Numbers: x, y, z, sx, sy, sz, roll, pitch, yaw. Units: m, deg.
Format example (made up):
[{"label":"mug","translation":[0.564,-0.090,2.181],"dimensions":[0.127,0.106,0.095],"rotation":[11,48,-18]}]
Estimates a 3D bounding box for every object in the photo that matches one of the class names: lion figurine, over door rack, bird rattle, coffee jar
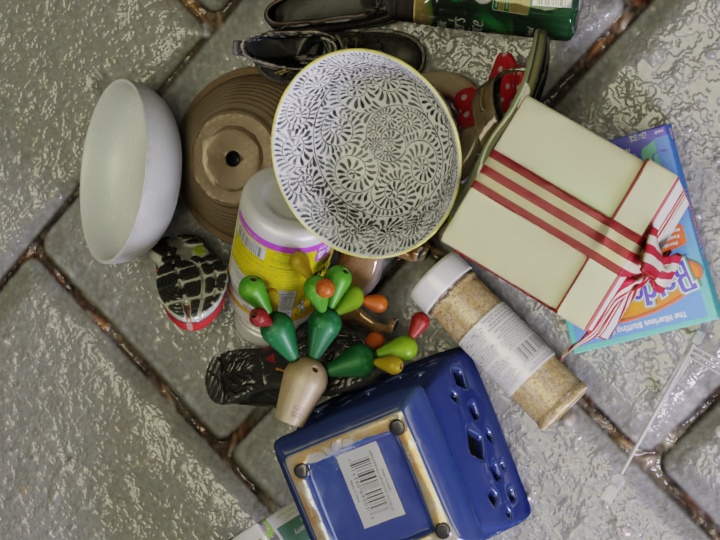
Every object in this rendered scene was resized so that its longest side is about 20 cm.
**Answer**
[{"label":"lion figurine","translation":[0.000,0.000,1.630],"dimensions":[0.122,0.072,0.201],"rotation":[22,102,15]},{"label":"over door rack","translation":[0.345,0.178,1.523],"dimensions":[0.147,0.067,0.200],"rotation":[29,82,14]},{"label":"bird rattle","translation":[0.088,-0.143,1.581],"dimensions":[0.163,0.113,0.200],"rotation":[32,101,30]},{"label":"coffee jar","translation":[0.119,-0.280,1.532],"dimensions":[0.199,0.104,0.086],"rotation":[8,98,5]}]

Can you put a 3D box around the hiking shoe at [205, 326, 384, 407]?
[{"label":"hiking shoe","translation":[-0.061,0.105,1.650],"dimensions":[0.199,0.101,0.076],"rotation":[-7,78,17]}]

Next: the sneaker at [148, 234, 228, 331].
[{"label":"sneaker","translation":[-0.178,0.026,1.647],"dimensions":[0.077,0.200,0.085],"rotation":[-11,113,-8]}]

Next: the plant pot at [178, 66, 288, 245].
[{"label":"plant pot","translation":[-0.120,-0.119,1.653],"dimensions":[0.200,0.093,0.202],"rotation":[2,96,19]}]

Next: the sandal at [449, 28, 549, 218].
[{"label":"sandal","translation":[0.127,-0.145,1.483],"dimensions":[0.057,0.080,0.201],"rotation":[29,94,9]}]

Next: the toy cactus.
[{"label":"toy cactus","translation":[-0.036,0.077,1.534],"dimensions":[0.102,0.200,0.166],"rotation":[22,91,61]}]

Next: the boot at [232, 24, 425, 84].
[{"label":"boot","translation":[-0.027,-0.214,1.554],"dimensions":[0.199,0.174,0.070],"rotation":[-2,94,-3]}]

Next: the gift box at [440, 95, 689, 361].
[{"label":"gift box","translation":[0.201,-0.028,1.459],"dimensions":[0.186,0.184,0.200],"rotation":[31,98,17]}]

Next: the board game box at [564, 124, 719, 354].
[{"label":"board game box","translation":[0.264,-0.031,1.554],"dimensions":[0.152,0.045,0.201],"rotation":[-16,90,19]}]

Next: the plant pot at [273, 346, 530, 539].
[{"label":"plant pot","translation":[0.036,0.212,1.580],"dimensions":[0.200,0.180,0.201],"rotation":[-23,87,20]}]

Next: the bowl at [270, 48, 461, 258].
[{"label":"bowl","translation":[0.022,-0.120,1.493],"dimensions":[0.200,0.094,0.201],"rotation":[8,108,25]}]

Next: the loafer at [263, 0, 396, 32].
[{"label":"loafer","translation":[-0.007,-0.288,1.616],"dimensions":[0.199,0.063,0.072],"rotation":[-16,90,19]}]

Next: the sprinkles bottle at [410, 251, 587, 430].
[{"label":"sprinkles bottle","translation":[0.142,0.073,1.591],"dimensions":[0.200,0.068,0.068],"rotation":[46,106,10]}]

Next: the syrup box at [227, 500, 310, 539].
[{"label":"syrup box","translation":[-0.119,0.323,1.658],"dimensions":[0.200,0.079,0.082],"rotation":[-39,80,41]}]

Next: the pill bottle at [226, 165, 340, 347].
[{"label":"pill bottle","translation":[-0.084,-0.009,1.605],"dimensions":[0.104,0.104,0.200],"rotation":[32,141,14]}]

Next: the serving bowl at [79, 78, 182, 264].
[{"label":"serving bowl","translation":[-0.241,-0.104,1.675],"dimensions":[0.200,0.066,0.201],"rotation":[-16,72,58]}]
